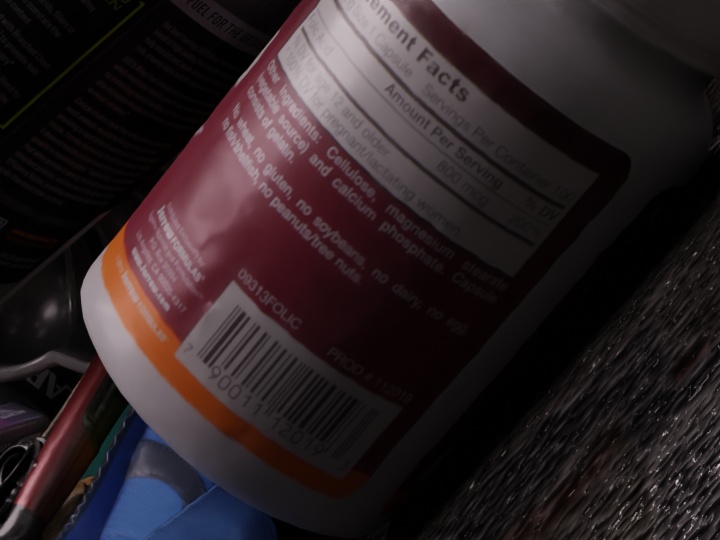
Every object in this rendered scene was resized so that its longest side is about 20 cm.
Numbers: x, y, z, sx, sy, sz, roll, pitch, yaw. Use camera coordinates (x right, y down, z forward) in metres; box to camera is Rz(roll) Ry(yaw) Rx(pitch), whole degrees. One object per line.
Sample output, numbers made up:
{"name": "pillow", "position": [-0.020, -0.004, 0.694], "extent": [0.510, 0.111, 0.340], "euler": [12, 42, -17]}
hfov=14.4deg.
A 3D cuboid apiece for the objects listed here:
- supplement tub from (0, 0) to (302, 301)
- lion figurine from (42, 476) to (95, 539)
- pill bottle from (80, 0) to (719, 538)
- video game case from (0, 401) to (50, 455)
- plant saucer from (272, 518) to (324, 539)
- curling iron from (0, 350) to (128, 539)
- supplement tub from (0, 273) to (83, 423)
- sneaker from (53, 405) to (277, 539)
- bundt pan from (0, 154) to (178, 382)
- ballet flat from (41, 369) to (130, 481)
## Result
{"name": "supplement tub", "position": [-0.089, -0.086, 0.855], "extent": [0.200, 0.123, 0.123], "euler": [-38, 9, 19]}
{"name": "lion figurine", "position": [-0.147, 0.151, 0.888], "extent": [0.200, 0.072, 0.122], "euler": [-55, -4, 10]}
{"name": "pill bottle", "position": [0.023, -0.034, 0.783], "extent": [0.200, 0.114, 0.114], "euler": [-50, 5, 18]}
{"name": "video game case", "position": [-0.169, 0.123, 0.904], "extent": [0.200, 0.019, 0.143], "euler": [-14, -55, -68]}
{"name": "plant saucer", "position": [-0.063, 0.116, 0.948], "extent": [0.200, 0.034, 0.200], "euler": [-52, 4, 5]}
{"name": "curling iron", "position": [-0.070, 0.009, 0.866], "extent": [0.049, 0.026, 0.200], "euler": [11, 61, 42]}
{"name": "supplement tub", "position": [-0.129, 0.034, 1.116], "extent": [0.123, 0.122, 0.200], "euler": [-45, 13, 53]}
{"name": "sneaker", "position": [-0.049, 0.088, 0.807], "extent": [0.200, 0.078, 0.066], "euler": [-67, 0, -62]}
{"name": "bundt pan", "position": [-0.116, -0.055, 1.025], "extent": [0.202, 0.202, 0.076], "euler": [-52, -8, -4]}
{"name": "ballet flat", "position": [-0.051, 0.026, 0.945], "extent": [0.200, 0.068, 0.067], "euler": [-47, -9, 21]}
